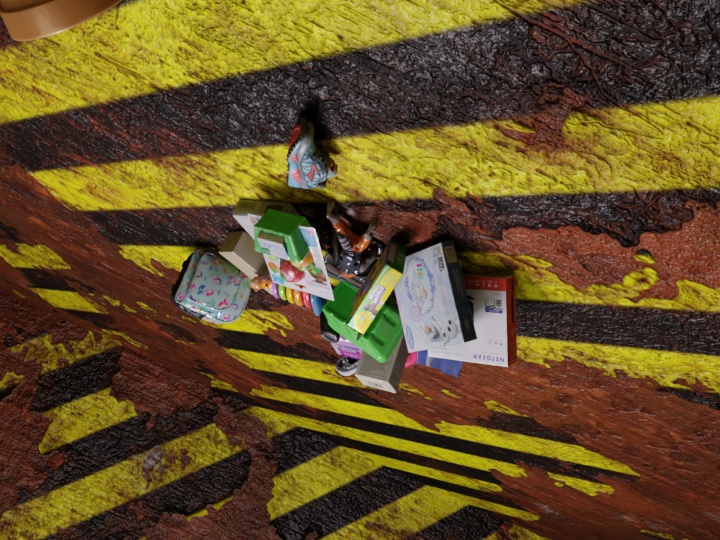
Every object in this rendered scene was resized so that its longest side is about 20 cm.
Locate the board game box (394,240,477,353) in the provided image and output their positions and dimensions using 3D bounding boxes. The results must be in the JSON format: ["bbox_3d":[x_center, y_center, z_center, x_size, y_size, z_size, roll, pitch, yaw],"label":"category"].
[{"bbox_3d":[0.148,0.060,1.466,0.042,0.206,0.197,-9,174,-33],"label":"board game box"}]

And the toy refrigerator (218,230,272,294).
[{"bbox_3d":[-0.263,-0.019,1.805,0.075,0.071,0.199,0,146,49],"label":"toy refrigerator"}]

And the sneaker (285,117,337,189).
[{"bbox_3d":[-0.084,-0.212,1.277,0.093,0.082,0.200,13,164,-2],"label":"sneaker"}]

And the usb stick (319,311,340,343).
[{"bbox_3d":[-0.080,0.129,1.795,0.054,0.033,0.201,28,-164,-13],"label":"usb stick"}]

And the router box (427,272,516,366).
[{"bbox_3d":[0.234,0.099,1.482,0.196,0.186,0.048,2,-171,38],"label":"router box"}]

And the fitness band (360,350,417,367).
[{"bbox_3d":[0.083,0.236,1.952,0.142,0.038,0.198,-35,142,25],"label":"fitness band"}]

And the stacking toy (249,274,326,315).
[{"bbox_3d":[-0.184,0.035,1.740,0.193,0.119,0.111,5,153,10],"label":"stacking toy"}]

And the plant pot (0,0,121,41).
[{"bbox_3d":[-0.446,-0.444,1.000,0.195,0.202,0.143,7,134,31],"label":"plant pot"}]

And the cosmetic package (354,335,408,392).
[{"bbox_3d":[0.069,0.197,1.778,0.103,0.204,0.071,9,154,29],"label":"cosmetic package"}]

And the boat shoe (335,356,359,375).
[{"bbox_3d":[-0.024,0.280,2.180,0.067,0.073,0.198,34,151,-28],"label":"boat shoe"}]

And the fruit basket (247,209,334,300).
[{"bbox_3d":[-0.153,-0.025,1.509,0.181,0.094,0.204,16,133,30],"label":"fruit basket"}]

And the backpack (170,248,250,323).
[{"bbox_3d":[-0.405,0.051,1.937,0.197,0.182,0.149,30,160,-25],"label":"backpack"}]

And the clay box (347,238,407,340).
[{"bbox_3d":[0.029,0.044,1.487,0.047,0.116,0.202,28,119,-8],"label":"clay box"}]

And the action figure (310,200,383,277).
[{"bbox_3d":[-0.045,-0.056,1.502,0.194,0.106,0.196,14,144,12],"label":"action figure"}]

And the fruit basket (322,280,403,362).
[{"bbox_3d":[0.031,0.115,1.683,0.213,0.158,0.216,34,175,4],"label":"fruit basket"}]

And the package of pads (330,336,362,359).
[{"bbox_3d":[-0.026,0.192,1.980,0.117,0.078,0.201,13,160,13],"label":"package of pads"}]

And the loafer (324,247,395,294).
[{"bbox_3d":[0.000,0.000,1.612,0.195,0.072,0.064,16,135,21],"label":"loafer"}]

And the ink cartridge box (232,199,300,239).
[{"bbox_3d":[-0.186,-0.085,1.631,0.159,0.058,0.200,6,154,32],"label":"ink cartridge box"}]

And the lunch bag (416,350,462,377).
[{"bbox_3d":[0.197,0.160,1.671,0.129,0.139,0.201,18,156,10],"label":"lunch bag"}]
